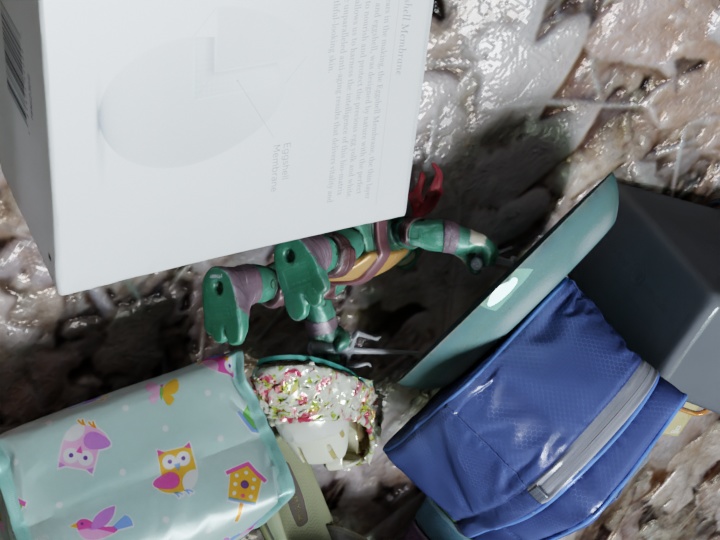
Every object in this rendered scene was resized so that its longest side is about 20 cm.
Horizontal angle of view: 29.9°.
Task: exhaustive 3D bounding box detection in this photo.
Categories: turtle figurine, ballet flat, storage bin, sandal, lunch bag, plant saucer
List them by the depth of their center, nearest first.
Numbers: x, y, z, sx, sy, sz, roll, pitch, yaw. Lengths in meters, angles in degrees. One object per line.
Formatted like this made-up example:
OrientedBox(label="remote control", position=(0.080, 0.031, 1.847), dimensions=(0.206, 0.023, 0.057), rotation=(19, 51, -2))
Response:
OrientedBox(label="turtle figurine", position=(0.000, 0.000, 0.855), dimensions=(0.200, 0.101, 0.150), rotation=(-10, 152, -51))
OrientedBox(label="lunch bag", position=(-0.149, 0.140, 0.859), dimensions=(0.170, 0.122, 0.200), rotation=(-19, 170, -20))
OrientedBox(label="ballet flat", position=(-0.020, 0.100, 0.899), dimensions=(0.075, 0.064, 0.200), rotation=(-7, 167, 14))
OrientedBox(label="plant saucer", position=(0.104, 0.013, 0.900), dimensions=(0.200, 0.027, 0.200), rotation=(-45, 177, -3))
OrientedBox(label="lunch bag", position=(0.116, 0.114, 0.906), dimensions=(0.136, 0.132, 0.200), rotation=(-43, 176, -24))
OrientedBox(label="sandal", position=(-0.019, 0.204, 0.931), dimensions=(0.057, 0.202, 0.080), rotation=(-22, -177, 28))
OrientedBox(label="storage bin", position=(0.239, 0.029, 0.982), dimensions=(0.134, 0.200, 0.146), rotation=(16, 117, -29))

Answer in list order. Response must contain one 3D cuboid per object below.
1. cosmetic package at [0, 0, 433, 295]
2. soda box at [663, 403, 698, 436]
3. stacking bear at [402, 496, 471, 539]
OrientedBox(label="cosmetic package", position=(-0.078, -0.119, 0.682), dimensions=(0.199, 0.123, 0.200), rotation=(-12, 132, -23))
OrientedBox(label="soda box", position=(0.194, 0.082, 1.081), dimensions=(0.199, 0.064, 0.068), rotation=(11, 119, -39))
OrientedBox(label="stacking bear", position=(0.116, 0.196, 1.102), dimensions=(0.200, 0.121, 0.114), rotation=(-51, 144, 1))
